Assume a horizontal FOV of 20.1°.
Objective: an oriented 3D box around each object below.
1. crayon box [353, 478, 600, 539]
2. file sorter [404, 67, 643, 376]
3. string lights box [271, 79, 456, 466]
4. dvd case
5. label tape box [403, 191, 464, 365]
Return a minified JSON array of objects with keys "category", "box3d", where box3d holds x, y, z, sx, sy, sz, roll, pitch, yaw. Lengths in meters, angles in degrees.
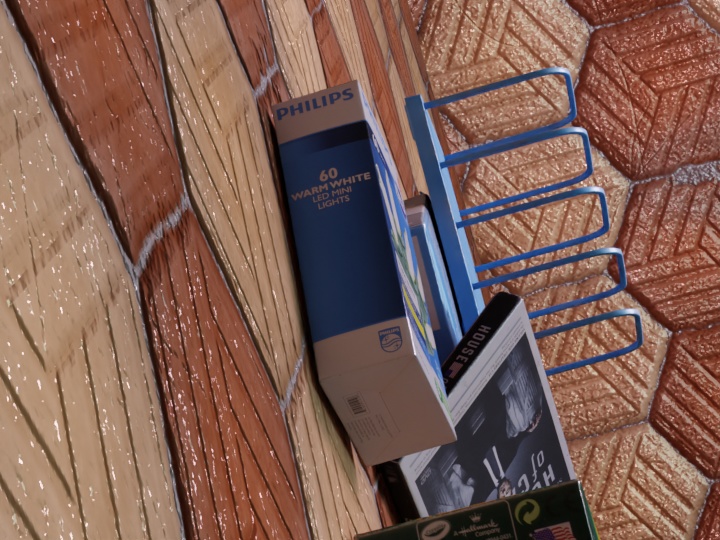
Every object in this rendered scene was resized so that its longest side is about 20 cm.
[{"category":"crayon box","box3d":[0.078,0.180,1.151,0.200,0.127,0.051,63,13,-66]},{"category":"file sorter","box3d":[0.121,-0.028,1.474,0.139,0.122,0.201,56,19,-73]},{"category":"string lights box","box3d":[0.000,0.000,1.189,0.103,0.059,0.200,64,12,-54]},{"category":"dvd case","box3d":[0.082,0.134,1.351,0.150,0.025,0.200,-51,140,-28]},{"category":"label tape box","box3d":[0.037,0.028,1.443,0.200,0.066,0.144,-82,157,-81]}]
